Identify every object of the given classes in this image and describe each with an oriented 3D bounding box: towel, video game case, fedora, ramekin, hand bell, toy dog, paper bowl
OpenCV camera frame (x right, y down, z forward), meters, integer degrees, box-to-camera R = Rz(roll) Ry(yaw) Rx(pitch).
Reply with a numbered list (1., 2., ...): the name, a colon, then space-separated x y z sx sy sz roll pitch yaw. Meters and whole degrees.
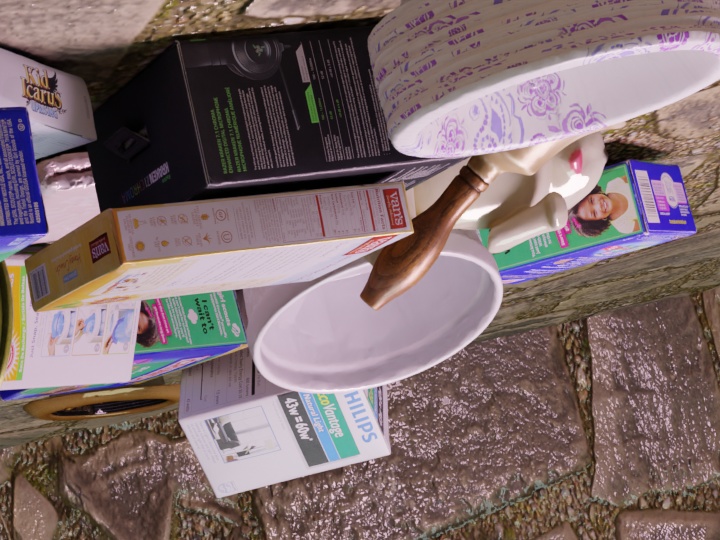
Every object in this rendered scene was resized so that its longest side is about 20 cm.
1. towel: -0.177 -0.059 1.510 0.191 0.032 0.200 -10 172 -28
2. video game case: -0.277 -0.077 1.154 0.200 0.045 0.181 -16 172 17
3. fedora: -0.301 0.125 2.437 0.200 0.082 0.201 -8 170 -1
4. ramekin: 0.000 0.000 1.594 0.200 0.105 0.200 -14 150 -8
5. hand bell: 0.070 -0.053 1.349 0.200 0.104 0.104 -50 165 8
6. toy dog: 0.084 -0.073 1.479 0.200 0.140 0.194 -10 -177 -26
7. paper bowl: 0.102 -0.139 1.143 0.200 0.104 0.201 -12 172 -2

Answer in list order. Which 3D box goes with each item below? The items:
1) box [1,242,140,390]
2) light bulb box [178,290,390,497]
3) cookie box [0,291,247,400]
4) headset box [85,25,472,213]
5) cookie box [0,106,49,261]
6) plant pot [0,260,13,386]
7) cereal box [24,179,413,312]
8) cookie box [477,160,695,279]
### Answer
1. box: -0.274 0.033 1.619 0.112 0.101 0.200 10 -176 28
2. light bulb box: -0.080 0.115 2.226 0.200 0.198 0.125 -15 127 10
3. cookie box: -0.245 0.070 2.100 0.171 0.075 0.200 -20 170 37
4. headset box: -0.062 -0.082 1.307 0.200 0.093 0.174 -9 171 -28
5. cookie box: -0.291 -0.024 1.077 0.200 0.075 0.171 -6 170 -36
6. plant pot: -0.361 0.028 1.326 0.200 0.201 0.193 -18 160 29
7. cereal box: -0.087 -0.014 1.266 0.200 0.040 0.144 -7 171 -32
8. cookie box: 0.200 -0.044 1.995 0.200 0.075 0.171 -16 174 24
